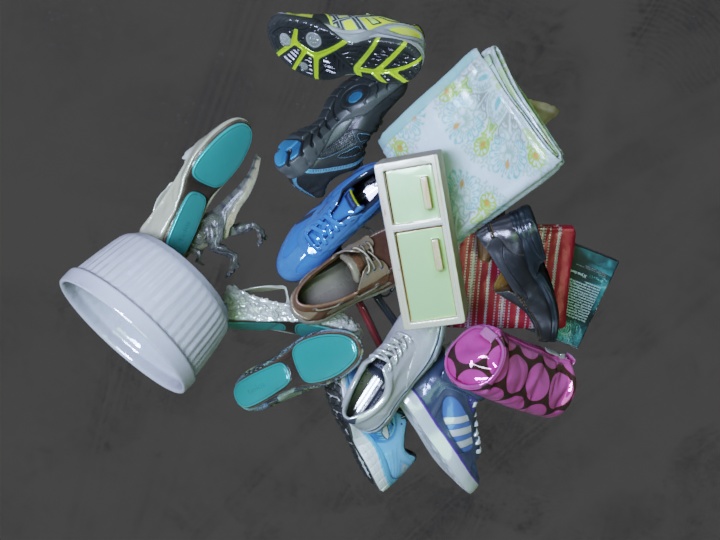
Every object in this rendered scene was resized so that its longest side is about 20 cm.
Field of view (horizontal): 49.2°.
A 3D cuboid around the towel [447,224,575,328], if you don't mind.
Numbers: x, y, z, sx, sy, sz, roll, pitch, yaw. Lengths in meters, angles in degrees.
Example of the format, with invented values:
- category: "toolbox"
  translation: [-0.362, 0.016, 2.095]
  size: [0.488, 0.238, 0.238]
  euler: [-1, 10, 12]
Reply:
- category: "towel"
  translation: [0.182, 0.007, 1.037]
  size: [0.200, 0.022, 0.145]
  euler: [1, 105, -3]

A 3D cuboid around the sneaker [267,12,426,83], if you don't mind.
- category: "sneaker"
  translation: [-0.016, -0.280, 0.967]
  size: [0.200, 0.076, 0.075]
  euler: [15, 136, 8]

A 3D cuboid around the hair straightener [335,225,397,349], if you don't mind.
- category: "hair straightener"
  translation: [0.019, 0.014, 1.055]
  size: [0.077, 0.041, 0.200]
  euler: [-28, 99, -3]

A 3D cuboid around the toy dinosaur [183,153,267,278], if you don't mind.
- category: "toy dinosaur"
  translation: [-0.175, -0.049, 1.020]
  size: [0.200, 0.047, 0.088]
  euler: [-45, 96, 3]

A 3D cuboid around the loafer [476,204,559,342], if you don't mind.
- category: "loafer"
  translation: [0.201, 0.012, 0.987]
  size: [0.072, 0.073, 0.200]
  euler: [-16, 119, 11]

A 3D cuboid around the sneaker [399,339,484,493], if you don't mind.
- category: "sneaker"
  translation: [0.148, 0.190, 1.071]
  size: [0.146, 0.081, 0.200]
  euler: [-37, 107, -12]

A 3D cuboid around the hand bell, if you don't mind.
- category: "hand bell"
  translation: [0.176, -0.110, 0.982]
  size: [0.104, 0.104, 0.200]
  euler: [11, 94, -6]

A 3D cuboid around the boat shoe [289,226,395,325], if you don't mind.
- category: "boat shoe"
  translation: [0.000, 0.000, 0.982]
  size: [0.200, 0.072, 0.076]
  euler: [-37, 79, -7]

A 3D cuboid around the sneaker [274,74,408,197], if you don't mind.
- category: "sneaker"
  translation: [-0.015, -0.178, 0.997]
  size: [0.200, 0.073, 0.082]
  euler: [-40, 130, 3]

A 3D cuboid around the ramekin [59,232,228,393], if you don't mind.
- category: "ramekin"
  translation: [-0.255, 0.046, 0.961]
  size: [0.200, 0.200, 0.105]
  euler: [47, 64, -12]

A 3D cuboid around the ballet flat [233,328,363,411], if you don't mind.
- category: "ballet flat"
  translation: [-0.075, 0.128, 1.040]
  size: [0.200, 0.074, 0.074]
  euler: [-22, 105, 21]

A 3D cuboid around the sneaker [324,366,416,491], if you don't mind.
- category: "sneaker"
  translation: [0.017, 0.201, 1.089]
  size: [0.090, 0.078, 0.200]
  euler: [-28, 108, -16]

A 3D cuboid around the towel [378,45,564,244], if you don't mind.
- category: "towel"
  translation: [0.128, -0.145, 0.945]
  size: [0.200, 0.048, 0.171]
  euler: [-38, 74, 38]

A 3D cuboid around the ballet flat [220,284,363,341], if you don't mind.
- category: "ballet flat"
  translation: [-0.091, 0.053, 1.041]
  size: [0.200, 0.072, 0.072]
  euler: [8, 103, -8]

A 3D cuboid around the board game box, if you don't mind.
- category: "board game box"
  translation: [0.232, 0.011, 1.068]
  size: [0.200, 0.028, 0.135]
  euler: [21, 101, -9]

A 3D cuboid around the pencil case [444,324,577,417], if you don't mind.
- category: "pencil case"
  translation: [0.200, 0.127, 1.016]
  size: [0.200, 0.091, 0.094]
  euler: [22, 114, -44]

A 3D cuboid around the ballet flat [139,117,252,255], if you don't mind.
- category: "ballet flat"
  translation: [-0.211, -0.112, 0.987]
  size: [0.069, 0.069, 0.200]
  euler: [32, 87, -11]

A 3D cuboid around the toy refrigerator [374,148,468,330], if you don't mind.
- category: "toy refrigerator"
  translation: [0.073, -0.036, 0.928]
  size: [0.076, 0.070, 0.200]
  euler: [-8, 102, 13]

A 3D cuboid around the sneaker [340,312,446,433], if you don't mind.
- category: "sneaker"
  translation: [0.045, 0.116, 0.995]
  size: [0.073, 0.071, 0.200]
  euler: [26, 87, 29]

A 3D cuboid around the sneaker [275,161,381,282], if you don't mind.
- category: "sneaker"
  translation: [-0.034, -0.064, 0.987]
  size: [0.200, 0.078, 0.066]
  euler: [-42, 85, 3]
